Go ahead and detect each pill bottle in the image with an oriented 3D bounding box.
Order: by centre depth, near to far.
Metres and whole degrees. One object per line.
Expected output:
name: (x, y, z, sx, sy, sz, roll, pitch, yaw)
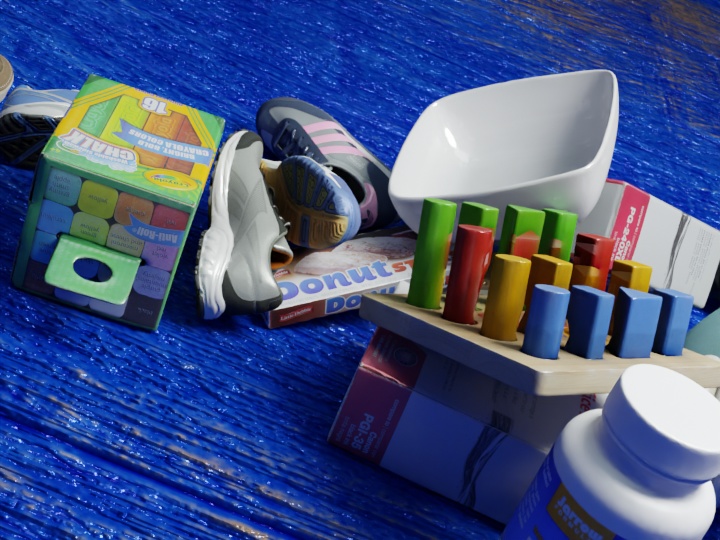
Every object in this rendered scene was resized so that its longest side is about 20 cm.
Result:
pill bottle: (0.164, 0.165, 0.794, 0.111, 0.202, 0.113, 17, 30, -10)

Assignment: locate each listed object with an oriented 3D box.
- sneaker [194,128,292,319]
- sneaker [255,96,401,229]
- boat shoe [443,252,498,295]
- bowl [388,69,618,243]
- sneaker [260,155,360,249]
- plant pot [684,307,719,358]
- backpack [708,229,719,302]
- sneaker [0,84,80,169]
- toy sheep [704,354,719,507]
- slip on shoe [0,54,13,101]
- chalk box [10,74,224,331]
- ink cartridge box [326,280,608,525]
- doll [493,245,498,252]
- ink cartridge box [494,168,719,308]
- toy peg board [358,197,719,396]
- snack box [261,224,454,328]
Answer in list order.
sneaker: (-0.095, -0.038, 1.024, 0.078, 0.074, 0.202, 4, 50, -3)
sneaker: (-0.044, -0.112, 1.212, 0.199, 0.071, 0.082, 36, 28, 22)
boat shoe: (0.090, 0.016, 1.118, 0.197, 0.065, 0.073, 7, 40, 0)
bowl: (0.135, -0.094, 1.076, 0.198, 0.075, 0.200, -6, 33, 23)
sneaker: (-0.040, -0.064, 1.082, 0.087, 0.076, 0.199, 7, 10, -31)
plant pot: (0.403, 0.096, 1.144, 0.198, 0.136, 0.201, 18, 30, -11)
backpack: (0.495, 0.025, 1.336, 0.198, 0.156, 0.163, 11, 22, 23)
sneaker: (-0.232, -0.130, 1.099, 0.198, 0.076, 0.077, 12, 36, -23)
toy sheep: (0.302, 0.140, 1.010, 0.198, 0.139, 0.138, 26, 30, 12)
slip on shoe: (-0.377, -0.187, 1.087, 0.076, 0.061, 0.200, 32, 22, 10)
chalk box: (-0.193, -0.047, 0.947, 0.123, 0.125, 0.201, 18, 30, -9)
ink cartridge box: (0.091, 0.110, 0.945, 0.198, 0.083, 0.147, 25, 29, 3)
doll: (0.100, -0.055, 1.246, 0.135, 0.049, 0.201, 26, 28, -25)
ink cartridge box: (0.244, -0.032, 1.181, 0.199, 0.084, 0.144, 19, -3, -44)
toy peg board: (0.138, 0.013, 0.882, 0.198, 0.099, 0.198, 1, 12, -37)
snack box: (0.000, 0.000, 1.056, 0.198, 0.025, 0.072, -13, 43, -20)
